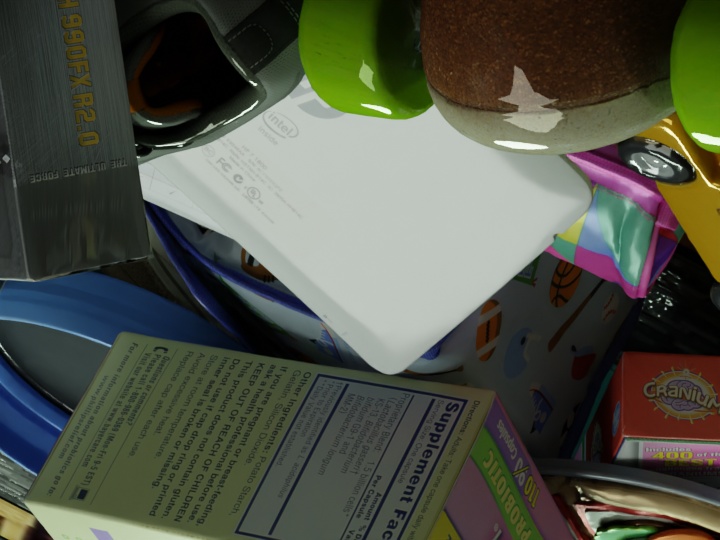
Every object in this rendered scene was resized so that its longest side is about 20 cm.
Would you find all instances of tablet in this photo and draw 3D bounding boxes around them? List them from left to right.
[{"bbox_3d":[-0.024,-0.058,0.977,0.200,0.014,0.130,42,129,-8],"label":"tablet"}]

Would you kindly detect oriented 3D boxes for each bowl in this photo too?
[{"bbox_3d":[-0.114,0.065,1.313,0.200,0.040,0.201,20,152,11],"label":"bowl"}]

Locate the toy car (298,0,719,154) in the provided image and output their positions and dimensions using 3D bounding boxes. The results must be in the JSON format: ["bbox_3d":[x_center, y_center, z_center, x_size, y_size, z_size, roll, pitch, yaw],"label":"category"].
[{"bbox_3d":[0.066,-0.150,0.797,0.164,0.158,0.201,8,125,35],"label":"toy car"}]

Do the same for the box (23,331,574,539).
[{"bbox_3d":[-0.014,0.127,1.183,0.199,0.097,0.176,8,145,33],"label":"box"}]

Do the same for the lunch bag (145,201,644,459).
[{"bbox_3d":[0.000,0.000,1.216,0.199,0.124,0.170,22,166,30],"label":"lunch bag"}]

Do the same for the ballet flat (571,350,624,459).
[{"bbox_3d":[0.067,0.051,1.361,0.199,0.075,0.074,17,159,11],"label":"ballet flat"}]

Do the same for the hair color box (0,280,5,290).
[{"bbox_3d":[-0.185,-0.044,1.218,0.060,0.201,0.100,36,158,-27],"label":"hair color box"}]

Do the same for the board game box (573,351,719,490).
[{"bbox_3d":[0.180,0.093,1.252,0.152,0.041,0.200,3,158,-4],"label":"board game box"}]

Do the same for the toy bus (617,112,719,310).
[{"bbox_3d":[0.166,-0.027,1.019,0.078,0.065,0.200,12,156,34],"label":"toy bus"}]

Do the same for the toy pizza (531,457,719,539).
[{"bbox_3d":[0.115,0.136,1.260,0.199,0.032,0.200,10,158,4],"label":"toy pizza"}]

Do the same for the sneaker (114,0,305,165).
[{"bbox_3d":[-0.077,-0.071,0.922,0.074,0.079,0.200,51,142,-14],"label":"sneaker"}]

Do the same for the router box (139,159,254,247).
[{"bbox_3d":[-0.084,-0.119,1.002,0.199,0.049,0.180,24,129,7],"label":"router box"}]

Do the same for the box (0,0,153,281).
[{"bbox_3d":[-0.150,-0.079,0.928,0.048,0.159,0.200,-13,-172,-33],"label":"box"}]

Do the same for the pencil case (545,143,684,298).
[{"bbox_3d":[0.040,-0.060,1.069,0.199,0.089,0.088,22,160,6],"label":"pencil case"}]

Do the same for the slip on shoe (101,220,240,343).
[{"bbox_3d":[-0.087,0.012,1.318,0.060,0.076,0.200,-20,131,14],"label":"slip on shoe"}]

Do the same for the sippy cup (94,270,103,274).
[{"bbox_3d":[-0.150,-0.009,1.395,0.130,0.140,0.178,11,-160,12],"label":"sippy cup"}]
